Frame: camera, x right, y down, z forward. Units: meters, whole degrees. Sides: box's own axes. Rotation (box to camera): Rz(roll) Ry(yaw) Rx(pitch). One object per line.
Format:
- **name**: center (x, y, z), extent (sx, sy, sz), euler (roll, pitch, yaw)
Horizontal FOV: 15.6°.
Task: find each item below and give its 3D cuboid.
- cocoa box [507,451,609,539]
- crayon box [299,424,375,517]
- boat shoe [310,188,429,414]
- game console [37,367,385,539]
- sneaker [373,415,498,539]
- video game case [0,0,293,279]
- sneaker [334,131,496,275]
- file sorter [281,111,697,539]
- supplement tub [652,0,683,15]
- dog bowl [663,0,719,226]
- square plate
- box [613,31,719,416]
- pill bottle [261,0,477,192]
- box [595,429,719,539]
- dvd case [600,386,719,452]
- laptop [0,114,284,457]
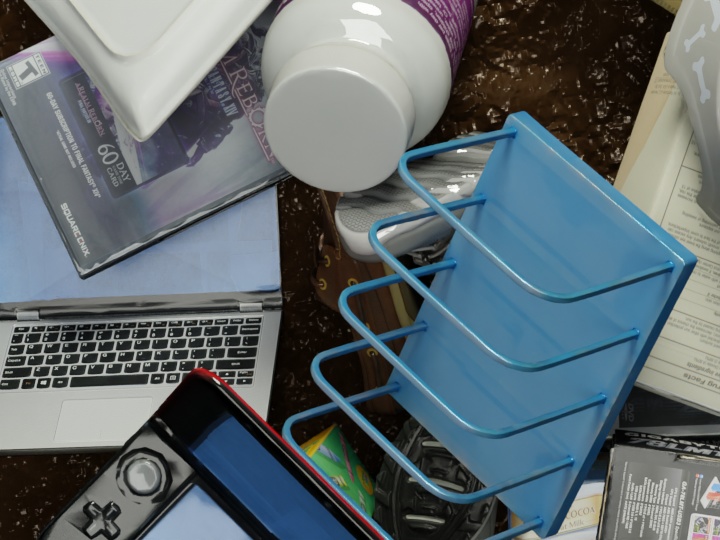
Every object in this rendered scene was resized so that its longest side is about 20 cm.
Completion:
- **cocoa box**: center (0.190, 0.172, 1.569), extent (0.198, 0.133, 0.132), euler (-2, 97, 7)
- **crayon box**: center (-0.059, 0.160, 1.565), extent (0.118, 0.200, 0.058), euler (-33, 91, 8)
- **boat shoe**: center (0.000, 0.000, 1.597), extent (0.067, 0.072, 0.201), euler (-18, 108, 13)
- **game console**: center (-0.064, 0.170, 1.406), extent (0.200, 0.119, 0.172), euler (45, 98, 0)
- **sneaker**: center (0.048, 0.167, 1.611), extent (0.073, 0.079, 0.202), euler (11, 103, 15)
- **video game case**: center (-0.113, -0.102, 1.614), extent (0.199, 0.019, 0.144), euler (-26, 83, -3)
- **sneaker**: center (0.054, -0.026, 1.544), extent (0.074, 0.200, 0.083), euler (8, 106, 31)
- **file sorter**: center (0.062, 0.041, 1.430), extent (0.139, 0.122, 0.201), euler (42, 125, 27)
- **supplement tub**: center (0.219, -0.212, 1.531), extent (0.199, 0.144, 0.145), euler (33, 97, 3)
- **dog bowl**: center (0.267, -0.099, 1.436), extent (0.199, 0.059, 0.202), euler (-2, 99, -14)
- **square plate**: center (-0.115, -0.206, 1.571), extent (0.200, 0.028, 0.198), euler (-47, 49, 7)
- **box**: center (0.193, -0.028, 1.499), extent (0.094, 0.078, 0.201), euler (21, 90, -15)
- **pill bottle**: center (0.004, -0.135, 1.524), extent (0.111, 0.200, 0.113), euler (6, 126, 8)
- **box**: center (0.224, 0.204, 1.477), extent (0.197, 0.050, 0.202), euler (8, 98, 3)
- **dvd case**: center (0.229, 0.035, 1.575), extent (0.198, 0.025, 0.151), euler (-3, 63, 8)
- **laptop**: center (-0.147, 0.005, 1.609), extent (0.186, 0.201, 0.116), euler (-3, 128, 7)
